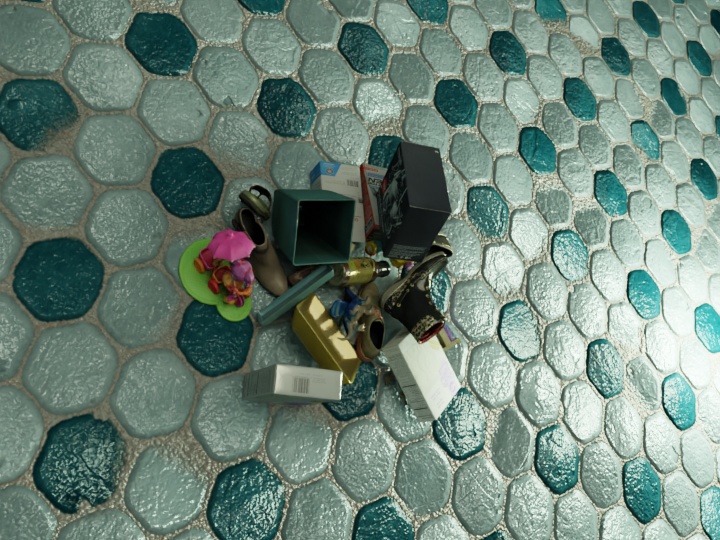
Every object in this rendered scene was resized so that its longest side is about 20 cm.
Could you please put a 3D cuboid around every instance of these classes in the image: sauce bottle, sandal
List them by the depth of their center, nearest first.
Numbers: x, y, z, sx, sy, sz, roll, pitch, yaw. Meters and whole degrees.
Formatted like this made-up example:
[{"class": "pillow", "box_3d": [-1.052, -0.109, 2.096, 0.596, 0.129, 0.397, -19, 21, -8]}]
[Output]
[{"class": "sandal", "box_3d": [-0.224, -0.157, 1.405, 0.079, 0.201, 0.058, 36, 88, -8]}, {"class": "sauce bottle", "box_3d": [0.000, 0.000, 1.498, 0.198, 0.064, 0.066, -6, 75, -54]}]

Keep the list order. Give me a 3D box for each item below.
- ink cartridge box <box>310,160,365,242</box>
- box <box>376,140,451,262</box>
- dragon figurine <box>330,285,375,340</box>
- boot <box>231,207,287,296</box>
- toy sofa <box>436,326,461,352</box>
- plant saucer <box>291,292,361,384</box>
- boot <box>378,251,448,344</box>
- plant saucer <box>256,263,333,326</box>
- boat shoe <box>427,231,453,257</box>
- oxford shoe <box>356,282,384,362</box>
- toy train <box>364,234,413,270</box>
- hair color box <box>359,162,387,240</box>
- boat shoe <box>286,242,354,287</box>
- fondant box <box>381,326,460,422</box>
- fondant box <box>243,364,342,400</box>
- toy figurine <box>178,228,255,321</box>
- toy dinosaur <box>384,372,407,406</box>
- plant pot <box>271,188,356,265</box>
[{"class": "ink cartridge box", "box_3d": [-0.056, -0.159, 1.567, 0.114, 0.068, 0.204, 4, 71, -28]}, {"class": "box", "box_3d": [0.117, -0.157, 1.457, 0.102, 0.183, 0.203, 7, 52, -17]}, {"class": "dragon figurine", "box_3d": [-0.031, 0.102, 1.462, 0.201, 0.098, 0.059, -60, 138, -41]}, {"class": "boot", "box_3d": [-0.218, -0.043, 1.385, 0.070, 0.146, 0.202, -33, 85, -15]}, {"class": "toy sofa", "box_3d": [0.177, 0.106, 1.599, 0.097, 0.083, 0.203, -26, 87, -32]}, {"class": "plant saucer", "box_3d": [-0.082, 0.156, 1.404, 0.048, 0.200, 0.201, -35, 92, 9]}, {"class": "boot", "box_3d": [0.160, 0.064, 1.477, 0.202, 0.074, 0.154, -38, 56, -9]}, {"class": "plant saucer", "box_3d": [-0.142, 0.053, 1.396, 0.199, 0.070, 0.019, -37, 112, -2]}, {"class": "boat shoe", "box_3d": [0.151, -0.058, 1.569, 0.198, 0.072, 0.061, -5, 49, -37]}, {"class": "oxford shoe", "box_3d": [0.034, 0.114, 1.516, 0.069, 0.075, 0.204, 13, 61, -27]}, {"class": "toy train", "box_3d": [0.084, -0.069, 1.628, 0.197, 0.056, 0.152, 23, 47, -15]}, {"class": "hair color box", "box_3d": [0.054, -0.170, 1.606, 0.109, 0.064, 0.203, 8, 54, -27]}, {"class": "boat shoe", "box_3d": [-0.094, -0.021, 1.500, 0.200, 0.072, 0.072, -42, 94, -27]}, {"class": "fondant box", "box_3d": [0.148, 0.233, 1.502, 0.144, 0.058, 0.203, -37, 104, -48]}, {"class": "fondant box", "box_3d": [-0.143, 0.237, 1.294, 0.142, 0.199, 0.059, 11, 72, -25]}, {"class": "toy figurine", "box_3d": [-0.274, -0.002, 1.323, 0.149, 0.184, 0.202, -34, 91, -33]}, {"class": "toy dinosaur", "box_3d": [0.109, 0.252, 1.539, 0.100, 0.058, 0.204, -5, 79, -46]}, {"class": "plant pot", "box_3d": [-0.121, -0.116, 1.431, 0.139, 0.200, 0.144, -3, 112, -29]}]
